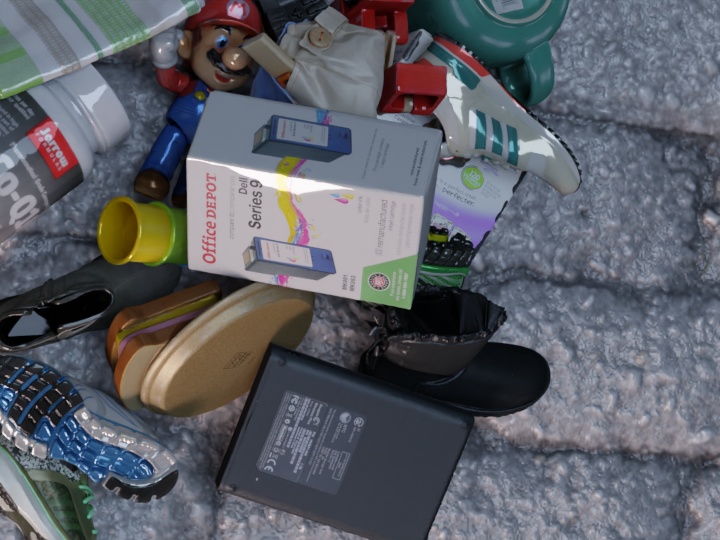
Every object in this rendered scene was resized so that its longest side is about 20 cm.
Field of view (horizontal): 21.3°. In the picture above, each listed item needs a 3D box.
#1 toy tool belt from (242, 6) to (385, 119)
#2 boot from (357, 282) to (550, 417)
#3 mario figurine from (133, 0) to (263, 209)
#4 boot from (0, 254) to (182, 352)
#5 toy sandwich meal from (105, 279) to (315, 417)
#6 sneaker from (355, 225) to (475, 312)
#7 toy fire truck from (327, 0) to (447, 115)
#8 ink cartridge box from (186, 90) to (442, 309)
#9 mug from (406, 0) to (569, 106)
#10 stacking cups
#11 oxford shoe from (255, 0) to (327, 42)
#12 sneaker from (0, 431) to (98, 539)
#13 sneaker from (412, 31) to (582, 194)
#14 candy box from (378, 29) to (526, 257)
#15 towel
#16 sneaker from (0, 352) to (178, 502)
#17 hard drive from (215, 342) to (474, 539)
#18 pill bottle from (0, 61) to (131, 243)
[{"bbox_3d":[-0.060,-0.154,1.668,0.123,0.200,0.125,11,70,-14],"label":"toy tool belt"},{"bbox_3d":[0.094,0.069,1.734,0.198,0.162,0.073,4,63,-10],"label":"boot"},{"bbox_3d":[-0.136,-0.153,1.722,0.106,0.123,0.200,17,90,24],"label":"mario figurine"},{"bbox_3d":[-0.232,0.028,1.675,0.200,0.131,0.068,-24,97,-20],"label":"boot"},{"bbox_3d":[-0.133,0.057,1.709,0.205,0.205,0.070,-31,67,-18],"label":"toy sandwich meal"},{"bbox_3d":[0.000,0.000,1.730,0.200,0.078,0.085,9,110,-10],"label":"sneaker"},{"bbox_3d":[0.015,-0.193,1.725,0.049,0.200,0.141,1,79,-21],"label":"toy fire truck"},{"bbox_3d":[-0.042,-0.058,1.605,0.200,0.145,0.088,12,49,5],"label":"ink cartridge box"},{"bbox_3d":[0.136,-0.263,1.826,0.185,0.114,0.152,29,79,-18],"label":"mug"},{"bbox_3d":[-0.140,-0.024,1.712,0.200,0.060,0.061,9,86,-46],"label":"stacking cups"},{"bbox_3d":[-0.079,-0.270,1.774,0.073,0.084,0.200,-15,76,-6],"label":"oxford shoe"},{"bbox_3d":[-0.260,0.209,1.700,0.089,0.077,0.200,-45,108,-27],"label":"sneaker"},{"bbox_3d":[0.114,-0.125,1.774,0.200,0.070,0.093,43,93,-17],"label":"sneaker"},{"bbox_3d":[0.058,-0.099,1.818,0.168,0.072,0.200,36,78,-16],"label":"candy box"},{"bbox_3d":[-0.256,-0.235,1.675,0.200,0.149,0.031,-27,142,-20],"label":"towel"},{"bbox_3d":[-0.252,0.130,1.689,0.200,0.087,0.075,38,100,-26],"label":"sneaker"},{"bbox_3d":[-0.013,0.162,1.726,0.200,0.033,0.140,20,98,-12],"label":"hard drive"},{"bbox_3d":[-0.305,-0.099,1.659,0.200,0.114,0.114,-39,102,-16],"label":"pill bottle"}]
